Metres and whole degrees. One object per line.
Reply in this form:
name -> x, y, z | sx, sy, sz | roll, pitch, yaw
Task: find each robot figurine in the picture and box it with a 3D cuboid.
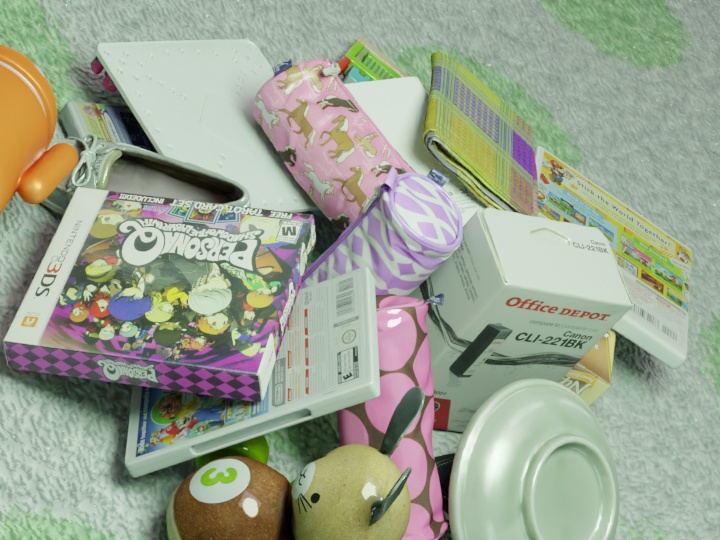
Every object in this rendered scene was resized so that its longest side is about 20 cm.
robot figurine -> -0.311, -0.105, 1.518 | 0.200, 0.144, 0.117 | -66, 141, -52

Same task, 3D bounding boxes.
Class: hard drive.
hard drive -> 0.040, -0.091, 1.791 | 0.132, 0.027, 0.200 | -10, 60, -33

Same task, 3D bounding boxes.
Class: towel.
towel -> 0.114, -0.125, 1.847 | 0.144, 0.023, 0.200 | 40, 26, -19

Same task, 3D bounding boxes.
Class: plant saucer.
plant saucer -> 0.158, 0.188, 1.588 | 0.200, 0.050, 0.201 | 5, 83, -43

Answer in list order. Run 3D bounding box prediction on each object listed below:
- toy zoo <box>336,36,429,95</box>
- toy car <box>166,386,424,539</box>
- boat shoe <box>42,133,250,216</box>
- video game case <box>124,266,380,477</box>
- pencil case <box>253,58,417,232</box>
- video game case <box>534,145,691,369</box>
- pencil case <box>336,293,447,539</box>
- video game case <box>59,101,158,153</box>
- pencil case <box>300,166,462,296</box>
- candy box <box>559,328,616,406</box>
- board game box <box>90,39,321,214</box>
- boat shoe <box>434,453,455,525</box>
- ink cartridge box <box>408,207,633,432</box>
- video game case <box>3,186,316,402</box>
toy zoo -> 0.011, -0.147, 1.919 | 0.131, 0.020, 0.200 | 39, 36, -2
toy car -> -0.029, 0.166, 1.400 | 0.158, 0.200, 0.164 | 36, 36, -19
boat shoe -> -0.185, -0.072, 1.591 | 0.202, 0.065, 0.075 | 20, 57, 7
video game case -> -0.082, 0.075, 1.470 | 0.143, 0.200, 0.018 | -92, 160, -53
pencil case -> -0.011, -0.097, 1.705 | 0.083, 0.087, 0.200 | -24, 65, -30
video game case -> 0.238, -0.015, 1.887 | 0.200, 0.023, 0.182 | 33, 36, -13
pencil case -> 0.026, 0.119, 1.538 | 0.094, 0.091, 0.201 | -7, 95, -75
video game case -> -0.152, -0.062, 1.689 | 0.182, 0.022, 0.200 | 1, 52, -41
pencil case -> 0.000, 0.000, 1.611 | 0.085, 0.200, 0.084 | 31, 36, -19
candy box -> 0.186, 0.033, 1.855 | 0.115, 0.055, 0.200 | 32, 36, -13
board game box -> -0.122, -0.123, 1.735 | 0.200, 0.026, 0.200 | -9, 60, -48
boat shoe -> 0.129, 0.179, 1.649 | 0.200, 0.062, 0.075 | 7, 49, -34
ink cartridge box -> 0.113, 0.048, 1.654 | 0.144, 0.200, 0.084 | 9, 46, -34
video game case -> -0.150, 0.015, 1.488 | 0.200, 0.036, 0.181 | 7, 44, 10
